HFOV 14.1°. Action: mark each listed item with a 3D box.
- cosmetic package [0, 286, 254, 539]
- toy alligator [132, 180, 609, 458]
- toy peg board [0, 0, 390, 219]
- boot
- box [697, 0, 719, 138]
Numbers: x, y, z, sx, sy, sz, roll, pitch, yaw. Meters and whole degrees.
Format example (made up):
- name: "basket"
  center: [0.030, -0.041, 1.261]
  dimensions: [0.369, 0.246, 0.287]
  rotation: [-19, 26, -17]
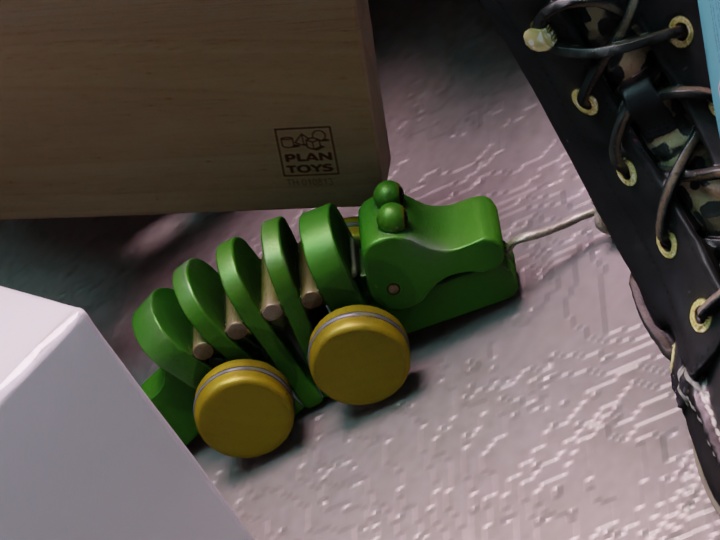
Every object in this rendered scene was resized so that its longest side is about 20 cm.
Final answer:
- name: "cosmetic package"
  center: [-0.133, 0.054, 0.879]
  dimensions: [0.071, 0.102, 0.200]
  rotation: [-47, 33, -22]
- name: "toy alligator"
  center: [0.000, 0.000, 0.871]
  dimensions: [0.200, 0.054, 0.059]
  rotation: [-26, 32, 14]
- name: "toy peg board"
  center: [-0.096, -0.123, 0.878]
  dimensions: [0.199, 0.200, 0.098]
  rotation: [-1, 40, 10]
- name: "boot"
  center: [0.078, -0.030, 0.735]
  dimensions: [0.073, 0.154, 0.204]
  rotation: [-30, 29, 18]
- name: "box"
  center: [0.181, -0.059, 0.675]
  dimensions: [0.199, 0.049, 0.082]
  rotation: [-2, 58, -4]
